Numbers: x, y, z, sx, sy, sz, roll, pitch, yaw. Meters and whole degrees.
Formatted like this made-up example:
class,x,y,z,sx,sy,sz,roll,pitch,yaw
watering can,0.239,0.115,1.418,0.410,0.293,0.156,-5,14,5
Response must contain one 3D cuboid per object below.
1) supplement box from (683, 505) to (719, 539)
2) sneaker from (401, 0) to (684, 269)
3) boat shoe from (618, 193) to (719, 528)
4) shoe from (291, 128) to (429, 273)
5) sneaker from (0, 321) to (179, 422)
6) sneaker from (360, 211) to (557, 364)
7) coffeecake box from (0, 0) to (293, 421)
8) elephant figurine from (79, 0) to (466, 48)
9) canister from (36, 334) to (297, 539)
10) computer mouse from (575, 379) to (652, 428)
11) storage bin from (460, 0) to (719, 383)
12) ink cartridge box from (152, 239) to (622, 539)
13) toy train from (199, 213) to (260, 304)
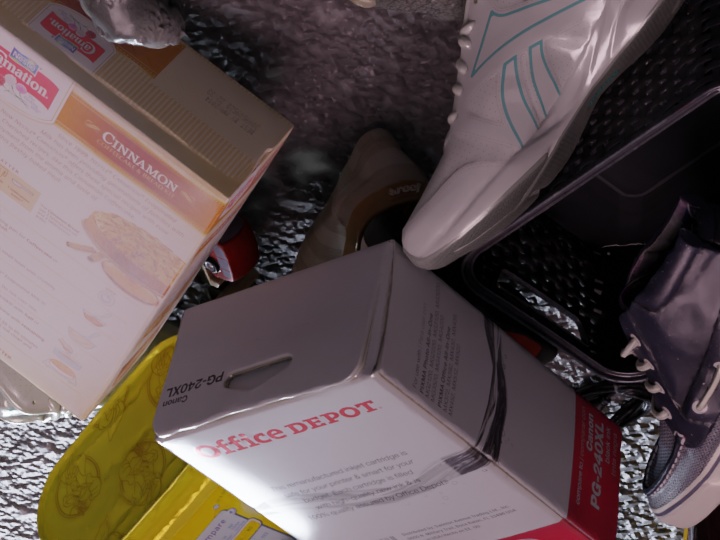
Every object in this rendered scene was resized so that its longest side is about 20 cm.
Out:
class,x,y,z,sx,sy,sz,roll,pitch,yaw
supplement box,0.260,0.197,1.305,0.133,0.200,0.197,1,138,4
sneaker,0.075,-0.091,1.057,0.080,0.070,0.200,36,92,10
boat shoe,0.161,0.043,1.115,0.093,0.075,0.200,20,129,-6
shoe,0.000,0.000,1.235,0.070,0.053,0.200,-15,149,-25
sneaker,-0.167,0.055,1.268,0.200,0.080,0.070,21,151,-15
sneaker,0.025,0.041,1.196,0.108,0.067,0.201,-38,153,12
coffeecake box,-0.149,-0.041,1.144,0.153,0.073,0.200,38,134,0
elephant figurine,-0.027,-0.173,1.002,0.200,0.155,0.142,-2,103,-6
canister,-0.058,0.134,1.260,0.200,0.087,0.149,28,109,-40
computer mouse,0.165,0.048,1.276,0.059,0.034,0.200,17,137,-14
storage bin,0.159,-0.046,1.129,0.135,0.094,0.200,33,130,-27
ink cartridge box,0.017,0.082,1.134,0.145,0.083,0.200,-19,137,35
toy train,-0.077,-0.018,1.210,0.046,0.034,0.200,17,142,35
